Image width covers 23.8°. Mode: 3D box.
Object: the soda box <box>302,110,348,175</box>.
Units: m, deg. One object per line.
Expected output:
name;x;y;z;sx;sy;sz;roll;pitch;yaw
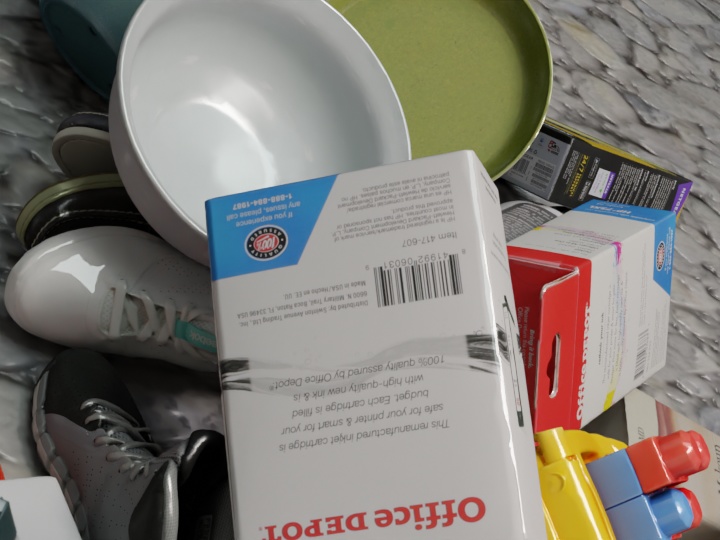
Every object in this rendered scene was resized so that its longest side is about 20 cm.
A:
soda box;0.000;0.000;1.119;0.064;0.068;0.201;-5;73;-57

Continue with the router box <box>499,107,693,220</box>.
router box;0.137;-0.095;1.346;0.157;0.052;0.200;13;12;-45

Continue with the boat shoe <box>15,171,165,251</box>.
boat shoe;-0.118;-0.010;1.064;0.200;0.073;0.065;8;41;-41

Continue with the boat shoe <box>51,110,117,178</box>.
boat shoe;-0.118;-0.073;1.125;0.200;0.073;0.063;20;60;-42

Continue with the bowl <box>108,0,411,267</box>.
bowl;-0.074;-0.075;1.028;0.201;0.090;0.202;16;60;-30

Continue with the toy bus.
toy bus;0.114;0.147;0.971;0.136;0.192;0.200;67;14;14

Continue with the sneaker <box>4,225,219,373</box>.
sneaker;-0.104;0.027;0.996;0.199;0.075;0.088;9;15;-25

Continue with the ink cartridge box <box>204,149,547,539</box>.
ink cartridge box;0.008;0.055;0.876;0.084;0.146;0.201;41;42;-71

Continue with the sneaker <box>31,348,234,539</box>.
sneaker;-0.109;0.101;0.906;0.075;0.116;0.200;10;45;-38

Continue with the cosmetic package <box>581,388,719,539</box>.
cosmetic package;0.235;0.175;1.198;0.200;0.087;0.104;28;36;-19

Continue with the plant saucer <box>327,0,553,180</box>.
plant saucer;0.041;-0.140;1.258;0.200;0.200;0.031;51;-7;14

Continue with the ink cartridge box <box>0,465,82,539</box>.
ink cartridge box;-0.235;0.120;0.824;0.200;0.044;0.174;1;52;-45

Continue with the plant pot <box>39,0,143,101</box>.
plant pot;-0.139;-0.189;1.170;0.200;0.200;0.135;45;68;6

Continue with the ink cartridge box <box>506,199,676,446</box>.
ink cartridge box;0.135;0.033;1.117;0.067;0.117;0.200;12;20;31

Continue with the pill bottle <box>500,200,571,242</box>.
pill bottle;0.101;0.011;1.227;0.111;0.111;0.200;50;34;13
